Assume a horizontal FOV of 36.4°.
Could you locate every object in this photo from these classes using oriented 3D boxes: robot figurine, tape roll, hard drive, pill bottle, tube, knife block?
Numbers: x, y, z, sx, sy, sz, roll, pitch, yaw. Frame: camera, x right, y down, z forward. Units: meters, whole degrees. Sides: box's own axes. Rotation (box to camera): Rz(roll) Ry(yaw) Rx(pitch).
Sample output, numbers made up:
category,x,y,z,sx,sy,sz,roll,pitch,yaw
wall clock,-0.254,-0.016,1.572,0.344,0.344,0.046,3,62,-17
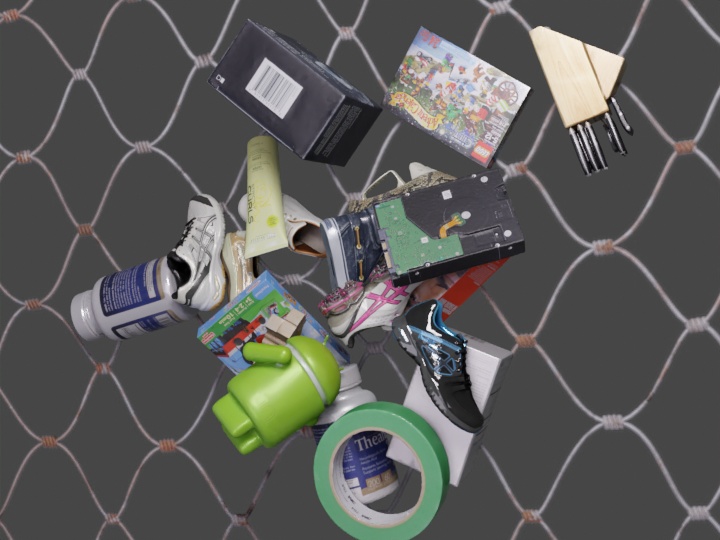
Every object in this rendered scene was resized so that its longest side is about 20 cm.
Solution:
category,x,y,z,sx,sy,sz,roll,pitch,yaw
robot figurine,-0.113,0.176,1.589,0.199,0.177,0.116,-35,46,-14
tape roll,0.030,0.296,1.600,0.197,0.048,0.204,3,99,18
hard drive,0.125,-0.062,1.582,0.197,0.038,0.141,-15,55,0
pill bottle,-0.016,0.252,1.695,0.109,0.111,0.203,-15,92,17
tube,-0.151,-0.117,1.727,0.058,0.051,0.203,134,139,-53
pill bottle,-0.374,0.051,1.812,0.197,0.111,0.113,-17,86,17
knife block,0.314,-0.243,1.614,0.198,0.064,0.178,25,98,15

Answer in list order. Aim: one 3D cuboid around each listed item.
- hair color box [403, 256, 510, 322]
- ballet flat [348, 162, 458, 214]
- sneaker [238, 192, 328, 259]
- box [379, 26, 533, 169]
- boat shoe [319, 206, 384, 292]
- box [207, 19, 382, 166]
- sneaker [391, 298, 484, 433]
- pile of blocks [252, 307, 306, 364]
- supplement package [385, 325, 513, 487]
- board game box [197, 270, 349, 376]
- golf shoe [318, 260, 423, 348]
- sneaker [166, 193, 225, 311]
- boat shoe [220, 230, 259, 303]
category,x,y,z,sx,sy,sz,roll,pitch,yaw
hair color box,0.135,-0.016,1.658,0.200,0.064,0.111,-46,55,14
ballet flat,0.066,-0.124,1.698,0.198,0.068,0.076,-21,76,20
sneaker,-0.116,-0.077,1.743,0.198,0.085,0.074,23,99,17
box,0.147,-0.265,1.680,0.199,0.038,0.138,32,100,14
boat shoe,0.000,0.000,1.692,0.090,0.071,0.202,-17,126,-10
box,-0.095,-0.266,1.671,0.196,0.200,0.118,39,102,12
sneaker,0.124,0.135,1.552,0.081,0.073,0.201,-35,81,13
pile of blocks,-0.139,0.142,1.693,0.062,0.082,0.202,27,106,18
supplement package,0.135,0.201,1.650,0.120,0.120,0.203,21,97,15
board game box,-0.136,0.120,1.730,0.151,0.037,0.200,-39,111,14
golf shoe,0.041,0.038,1.633,0.198,0.073,0.093,-29,102,9
sneaker,-0.266,-0.037,1.748,0.076,0.087,0.203,-39,51,48
boat shoe,-0.175,0.032,1.774,0.075,0.072,0.203,-12,87,5
